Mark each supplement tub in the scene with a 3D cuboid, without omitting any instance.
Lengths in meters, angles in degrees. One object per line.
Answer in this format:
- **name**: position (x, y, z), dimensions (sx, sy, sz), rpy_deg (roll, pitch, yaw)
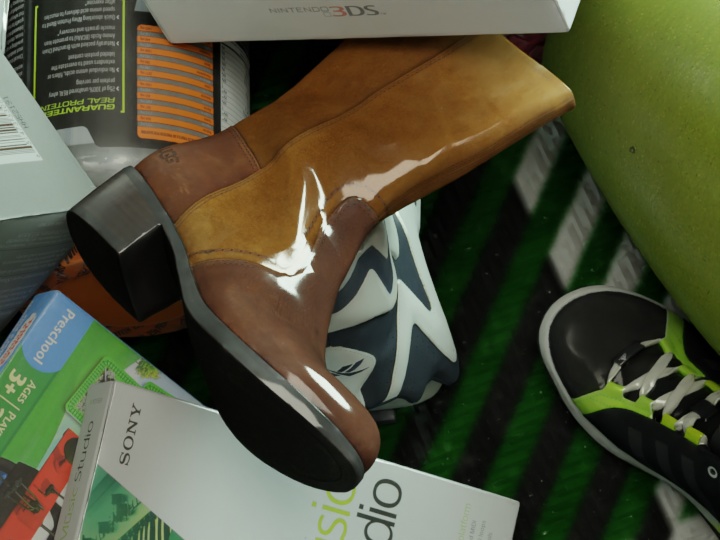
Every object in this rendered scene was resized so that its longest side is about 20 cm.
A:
- **supplement tub**: position (-0.110, -0.079, 1.374), dimensions (0.122, 0.123, 0.201), rpy_deg (0, 68, -1)

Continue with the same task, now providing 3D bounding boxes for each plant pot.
- **plant pot**: position (0.179, -0.061, 1.356), dimensions (0.187, 0.188, 0.200), rpy_deg (-38, 52, -15)

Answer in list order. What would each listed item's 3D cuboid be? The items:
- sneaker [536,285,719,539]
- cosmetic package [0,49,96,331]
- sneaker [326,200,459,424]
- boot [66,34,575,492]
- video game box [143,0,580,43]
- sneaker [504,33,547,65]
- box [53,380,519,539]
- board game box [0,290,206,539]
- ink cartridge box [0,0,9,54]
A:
- **sneaker**: position (0.164, 0.070, 1.341), dimensions (0.200, 0.083, 0.072), rpy_deg (42, 73, 14)
- **cosmetic package**: position (-0.215, 0.002, 1.305), dimensions (0.200, 0.090, 0.107), rpy_deg (-46, 71, 29)
- **sneaker**: position (0.000, 0.000, 1.375), dimensions (0.079, 0.130, 0.199), rpy_deg (-9, 30, 5)
- **boot**: position (0.008, -0.017, 1.244), dimensions (0.199, 0.069, 0.188), rpy_deg (-32, 47, -18)
- **video game box**: position (0.021, -0.181, 1.310), dimensions (0.199, 0.047, 0.183), rpy_deg (1, 50, 29)
- **sneaker**: position (0.034, -0.166, 1.442), dimensions (0.199, 0.075, 0.081), rpy_deg (32, 103, -2)
- **box**: position (-0.037, 0.142, 1.281), dimensions (0.199, 0.036, 0.145), rpy_deg (17, 77, -20)
- **board game box**: position (-0.099, 0.129, 1.294), dimensions (0.200, 0.037, 0.152), rpy_deg (39, 70, -16)
- **ink cartridge box**: position (-0.273, -0.141, 1.339), dimensions (0.199, 0.145, 0.084), rpy_deg (-11, 62, 29)
